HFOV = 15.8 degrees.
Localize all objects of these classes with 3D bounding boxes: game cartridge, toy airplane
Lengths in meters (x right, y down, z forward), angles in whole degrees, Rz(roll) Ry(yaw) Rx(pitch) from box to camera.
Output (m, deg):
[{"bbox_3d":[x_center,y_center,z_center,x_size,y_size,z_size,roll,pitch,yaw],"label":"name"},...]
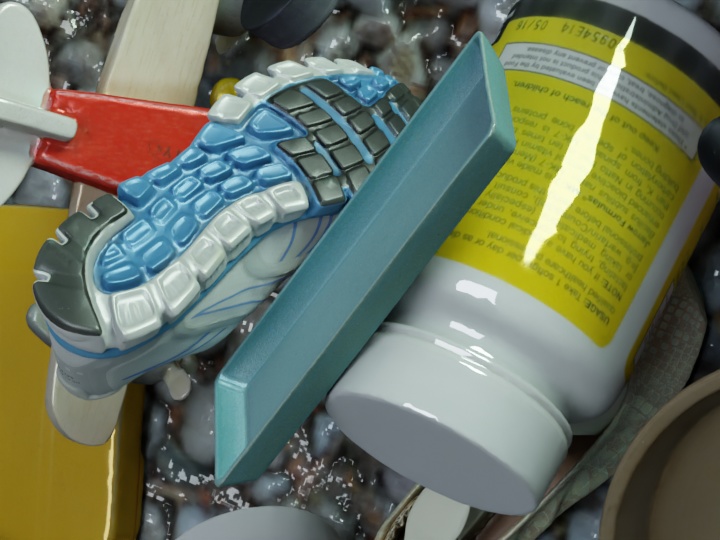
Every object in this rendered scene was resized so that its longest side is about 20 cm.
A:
[{"bbox_3d":[-0.182,0.066,1.279,0.176,0.032,0.200,4,91,30],"label":"game cartridge"},{"bbox_3d":[-0.094,-0.048,1.171,0.200,0.141,0.199,-33,90,-5],"label":"toy airplane"}]

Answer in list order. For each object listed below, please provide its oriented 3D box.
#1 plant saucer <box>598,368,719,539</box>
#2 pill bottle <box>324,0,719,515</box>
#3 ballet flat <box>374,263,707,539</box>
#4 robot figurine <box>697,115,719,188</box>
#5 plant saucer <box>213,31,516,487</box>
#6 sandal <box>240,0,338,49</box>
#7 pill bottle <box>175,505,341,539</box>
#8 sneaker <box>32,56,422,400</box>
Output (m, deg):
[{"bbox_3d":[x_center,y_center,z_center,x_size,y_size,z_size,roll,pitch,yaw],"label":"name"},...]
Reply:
[{"bbox_3d":[0.193,0.119,1.019,0.200,0.029,0.200,8,115,19],"label":"plant saucer"},{"bbox_3d":[0.072,-0.010,1.048,0.114,0.114,0.200,18,69,29],"label":"pill bottle"},{"bbox_3d":[0.075,0.074,1.111,0.067,0.062,0.200,43,107,25],"label":"ballet flat"},{"bbox_3d":[0.223,-0.047,0.930,0.150,0.200,0.125,-30,65,57],"label":"robot figurine"},{"bbox_3d":[0.000,0.000,1.009,0.200,0.019,0.070,-53,23,30],"label":"plant saucer"},{"bbox_3d":[-0.020,-0.188,1.139,0.076,0.043,0.200,-35,34,42],"label":"sandal"},{"bbox_3d":[-0.028,0.205,1.104,0.120,0.120,0.200,-38,45,22],"label":"pill bottle"},{"bbox_3d":[-0.055,-0.015,1.071,0.075,0.200,0.087,46,151,21],"label":"sneaker"}]
